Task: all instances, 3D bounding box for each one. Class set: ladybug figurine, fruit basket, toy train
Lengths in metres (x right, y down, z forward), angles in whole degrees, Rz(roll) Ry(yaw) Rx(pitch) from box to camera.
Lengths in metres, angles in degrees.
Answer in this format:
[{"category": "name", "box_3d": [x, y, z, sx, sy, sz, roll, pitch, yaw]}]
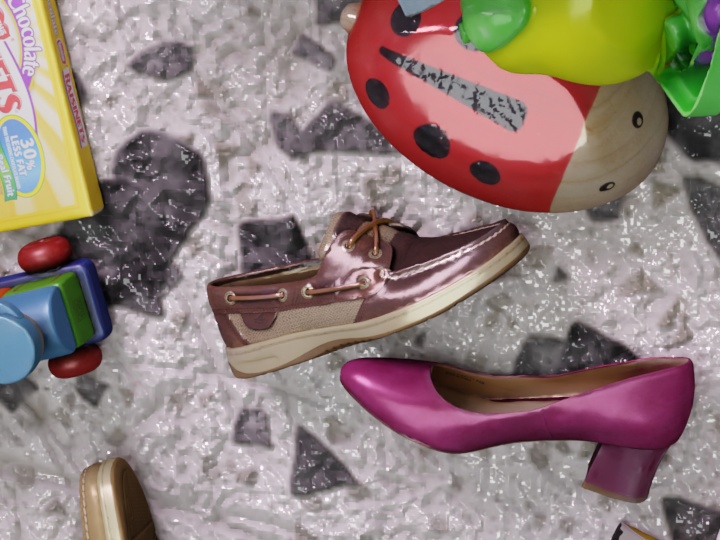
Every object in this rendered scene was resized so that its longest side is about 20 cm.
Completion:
[{"category": "ladybug figurine", "box_3d": [0.076, -0.102, 1.651, 0.199, 0.072, 0.137, 22, 109, 9]}, {"category": "fruit basket", "box_3d": [0.159, -0.162, 1.535, 0.214, 0.216, 0.156, 21, 108, 10]}, {"category": "toy train", "box_3d": [-0.260, 0.047, 1.757, 0.199, 0.116, 0.085, -12, 100, 18]}]

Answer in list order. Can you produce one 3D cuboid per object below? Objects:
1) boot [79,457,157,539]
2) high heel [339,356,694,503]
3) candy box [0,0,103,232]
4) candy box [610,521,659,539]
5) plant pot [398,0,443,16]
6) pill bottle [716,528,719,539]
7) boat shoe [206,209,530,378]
[{"category": "boot", "box_3d": [-0.200, 0.214, 1.806, 0.154, 0.073, 0.201, -1, 109, 13]}, {"category": "high heel", "box_3d": [0.091, 0.062, 1.689, 0.199, 0.068, 0.097, 16, 118, -4]}, {"category": "candy box", "box_3d": [-0.225, -0.123, 1.754, 0.102, 0.026, 0.201, -10, 101, 14]}, {"category": "candy box", "box_3d": [0.178, 0.225, 1.636, 0.136, 0.200, 0.061, 25, 109, 7]}, {"category": "plant pot", "box_3d": [0.076, -0.285, 1.490, 0.200, 0.196, 0.195, 54, 144, -11]}, {"category": "pill bottle", "box_3d": [0.254, 0.152, 1.596, 0.113, 0.200, 0.115, 4, 105, 14]}, {"category": "boat shoe", "box_3d": [0.000, 0.000, 1.700, 0.199, 0.072, 0.072, -19, 99, 25]}]
